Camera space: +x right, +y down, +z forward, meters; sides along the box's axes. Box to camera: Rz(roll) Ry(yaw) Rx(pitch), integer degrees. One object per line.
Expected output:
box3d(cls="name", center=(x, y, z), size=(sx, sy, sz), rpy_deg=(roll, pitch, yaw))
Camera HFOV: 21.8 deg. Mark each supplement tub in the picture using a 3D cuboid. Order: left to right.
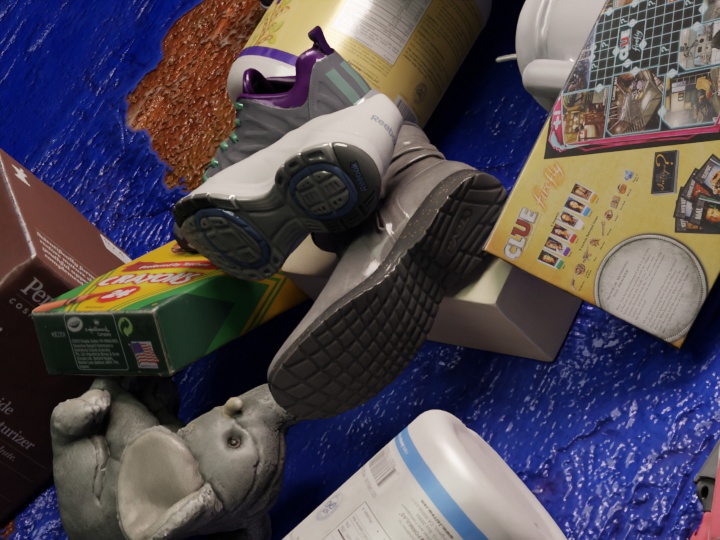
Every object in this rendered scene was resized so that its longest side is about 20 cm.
box3d(cls="supplement tub", center=(0.008, -0.180, 1.386), size=(0.145, 0.145, 0.200), rpy_deg=(14, 69, 47))
box3d(cls="supplement tub", center=(0.014, 0.190, 1.089), size=(0.200, 0.132, 0.132), rpy_deg=(-43, 40, 7))

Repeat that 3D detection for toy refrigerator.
box3d(cls="toy refrigerator", center=(0.049, 0.001, 1.256), size=(0.200, 0.076, 0.070), rpy_deg=(8, 64, 46))

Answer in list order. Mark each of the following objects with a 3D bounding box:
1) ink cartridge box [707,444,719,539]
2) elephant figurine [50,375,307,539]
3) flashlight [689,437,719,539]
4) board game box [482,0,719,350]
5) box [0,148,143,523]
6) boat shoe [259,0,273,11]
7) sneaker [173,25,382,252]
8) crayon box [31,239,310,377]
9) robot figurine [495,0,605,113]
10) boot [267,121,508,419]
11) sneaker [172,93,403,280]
box3d(cls="ink cartridge box", center=(0.254, 0.075, 0.953), size=(0.085, 0.146, 0.200), rpy_deg=(-11, 52, 35))
box3d(cls="elephant figurine", center=(-0.110, 0.138, 1.242), size=(0.200, 0.155, 0.141), rpy_deg=(11, 28, 42))
box3d(cls="flashlight", center=(0.172, 0.177, 1.011), size=(0.200, 0.068, 0.068), rpy_deg=(-59, 4, -17))
box3d(cls="board game box", center=(0.178, -0.072, 1.125), size=(0.135, 0.035, 0.200), rpy_deg=(27, 97, 7))
box3d(cls="box", center=(-0.283, 0.051, 1.443), size=(0.200, 0.166, 0.164), rpy_deg=(-42, 39, 9))
box3d(cls="boat shoe", center=(-0.011, -0.276, 1.541), size=(0.200, 0.068, 0.072), rpy_deg=(-22, 46, 28))
box3d(cls="sneaker", center=(-0.071, -0.091, 1.298), size=(0.200, 0.088, 0.074), rpy_deg=(-33, 8, 31))
box3d(cls="crayon box", center=(-0.117, 0.015, 1.329), size=(0.127, 0.051, 0.200), rpy_deg=(-2, 18, 40))
box3d(cls="robot figurine", center=(0.183, -0.148, 1.225), size=(0.170, 0.113, 0.200), rpy_deg=(-24, 24, -37))
box3d(cls="boot", center=(0.000, 0.000, 1.203), size=(0.200, 0.070, 0.132), rpy_deg=(-45, 32, -7))
box3d(cls="sneaker", center=(-0.043, -0.054, 1.219), size=(0.200, 0.075, 0.087), rpy_deg=(-18, 27, 44))
